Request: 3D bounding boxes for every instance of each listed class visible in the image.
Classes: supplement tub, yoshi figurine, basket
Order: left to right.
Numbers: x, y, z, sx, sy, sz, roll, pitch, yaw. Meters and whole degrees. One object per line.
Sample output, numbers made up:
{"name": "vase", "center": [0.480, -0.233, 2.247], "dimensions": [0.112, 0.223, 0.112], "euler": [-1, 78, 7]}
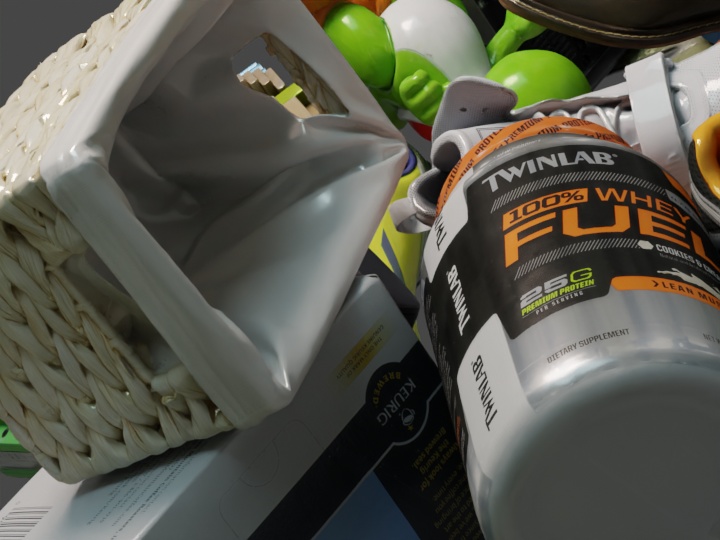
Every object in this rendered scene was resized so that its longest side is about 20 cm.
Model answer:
{"name": "basket", "center": [-0.084, -0.024, 1.056], "dimensions": [0.123, 0.136, 0.200], "euler": [-27, 21, 32]}
{"name": "yoshi figurine", "center": [0.055, -0.107, 1.320], "dimensions": [0.113, 0.200, 0.112], "euler": [-48, -23, 8]}
{"name": "supplement tub", "center": [0.090, 0.029, 1.013], "dimensions": [0.122, 0.123, 0.200], "euler": [-31, 32, 11]}

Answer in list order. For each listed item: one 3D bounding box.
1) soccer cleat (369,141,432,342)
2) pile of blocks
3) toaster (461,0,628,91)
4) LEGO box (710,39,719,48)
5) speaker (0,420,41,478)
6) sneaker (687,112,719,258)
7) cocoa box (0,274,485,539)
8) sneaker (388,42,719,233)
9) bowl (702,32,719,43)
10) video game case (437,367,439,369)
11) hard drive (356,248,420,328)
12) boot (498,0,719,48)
{"name": "soccer cleat", "center": [-0.001, 0.000, 1.314], "dimensions": [0.064, 0.084, 0.201], "euler": [-20, 25, 25]}
{"name": "pile of blocks", "center": [-0.036, -0.107, 1.612], "dimensions": [0.062, 0.082, 0.200], "euler": [-36, 20, -4]}
{"name": "toaster", "center": [0.084, -0.197, 1.482], "dimensions": [0.118, 0.181, 0.200], "euler": [-9, 33, 52]}
{"name": "LEGO box", "center": [0.271, -0.106, 1.138], "dimensions": [0.149, 0.077, 0.200], "euler": [-42, 21, -17]}
{"name": "speaker", "center": [-0.169, 0.070, 1.427], "dimensions": [0.088, 0.089, 0.199], "euler": [-46, 23, -28]}
{"name": "sneaker", "center": [0.206, -0.016, 1.018], "dimensions": [0.199, 0.078, 0.078], "euler": [9, 44, 43]}
{"name": "cocoa box", "center": [-0.053, 0.118, 1.070], "dimensions": [0.133, 0.132, 0.200], "euler": [-7, 34, 52]}
{"name": "sneaker", "center": [0.106, -0.053, 1.123], "dimensions": [0.200, 0.114, 0.076], "euler": [-37, 50, 36]}
{"name": "bowl", "center": [0.258, -0.192, 1.405], "dimensions": [0.200, 0.039, 0.201], "euler": [-30, 21, 13]}
{"name": "video game case", "center": [0.128, 0.028, 1.152], "dimensions": [0.143, 0.018, 0.200], "euler": [-39, 21, -12]}
{"name": "hard drive", "center": [-0.059, 0.013, 1.232], "dimensions": [0.200, 0.136, 0.042], "euler": [37, 32, 31]}
{"name": "boot", "center": [0.167, -0.166, 1.279], "dimensions": [0.198, 0.097, 0.075], "euler": [5, 32, 10]}
